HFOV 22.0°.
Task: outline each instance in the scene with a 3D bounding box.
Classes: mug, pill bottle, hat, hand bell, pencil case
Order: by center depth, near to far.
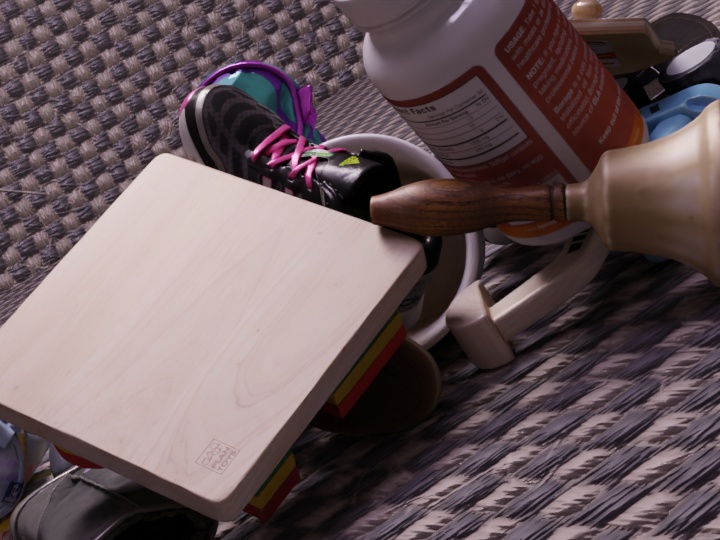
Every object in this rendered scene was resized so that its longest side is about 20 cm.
[{"bbox_3d":[0.104,-0.036,1.035,0.198,0.105,0.104,-3,15,10],"label":"hand bell"},{"bbox_3d":[0.073,-0.118,1.084,0.112,0.200,0.113,-31,31,21],"label":"pill bottle"},{"bbox_3d":[0.003,-0.009,1.260,0.185,0.151,0.153,-14,-2,14],"label":"mug"},{"bbox_3d":[-0.054,-0.077,1.300,0.092,0.086,0.200,-8,-15,11],"label":"pencil case"},{"bbox_3d":[-0.272,0.120,1.394,0.200,0.083,0.091,-83,16,-80],"label":"pencil case"},{"bbox_3d":[0.211,-0.117,1.434,0.200,0.081,0.201,-32,16,10],"label":"hat"}]

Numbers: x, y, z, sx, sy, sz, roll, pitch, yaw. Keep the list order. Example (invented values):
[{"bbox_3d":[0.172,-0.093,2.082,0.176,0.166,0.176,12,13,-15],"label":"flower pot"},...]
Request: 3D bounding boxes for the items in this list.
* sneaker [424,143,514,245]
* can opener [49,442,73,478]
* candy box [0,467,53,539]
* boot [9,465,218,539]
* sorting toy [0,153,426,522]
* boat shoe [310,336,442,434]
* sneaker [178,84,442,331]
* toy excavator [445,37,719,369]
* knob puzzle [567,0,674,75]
[{"bbox_3d":[0.096,-0.058,1.345,0.073,0.080,0.200,-36,-27,0],"label":"sneaker"},{"bbox_3d":[-0.179,0.078,1.382,0.053,0.066,0.201,-42,29,47],"label":"can opener"},{"bbox_3d":[-0.287,0.203,1.351,0.102,0.027,0.200,-23,11,39],"label":"candy box"},{"bbox_3d":[-0.128,0.134,1.125,0.182,0.073,0.200,-41,8,-19],"label":"boot"},{"bbox_3d":[-0.090,0.046,1.065,0.198,0.070,0.200,20,56,30],"label":"sorting toy"},{"bbox_3d":[-0.027,0.060,1.153,0.199,0.072,0.064,7,-1,34],"label":"boat shoe"},{"bbox_3d":[-0.024,-0.053,1.135,0.074,0.200,0.088,-40,-7,-43],"label":"sneaker"},{"bbox_3d":[0.157,-0.035,1.152,0.193,0.100,0.200,-22,21,33],"label":"toy excavator"},{"bbox_3d":[0.110,-0.153,1.233,0.217,0.031,0.220,0,-3,0],"label":"knob puzzle"}]
